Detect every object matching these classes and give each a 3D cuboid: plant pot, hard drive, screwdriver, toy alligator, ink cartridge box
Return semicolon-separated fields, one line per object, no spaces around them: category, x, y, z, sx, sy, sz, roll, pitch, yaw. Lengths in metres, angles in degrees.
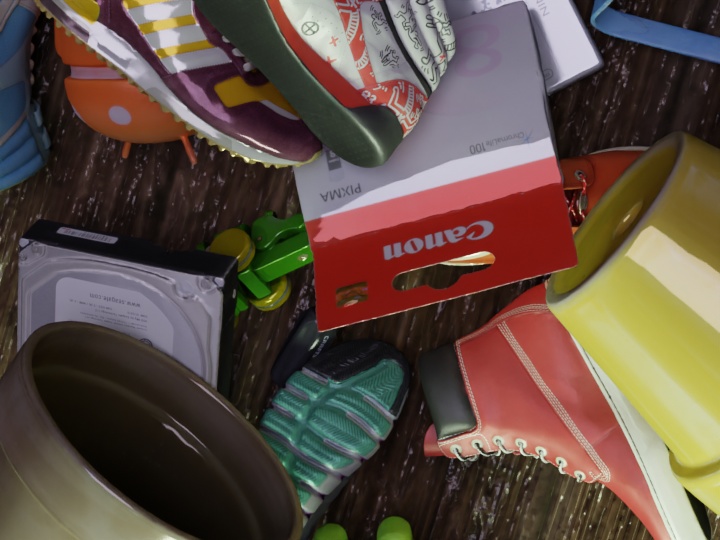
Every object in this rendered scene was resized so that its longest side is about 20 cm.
plant pot;0.220;0.025;1.117;0.189;0.201;0.201;38;99;-8
hard drive;-0.155;0.073;1.251;0.140;0.038;0.200;12;119;10
plant pot;-0.163;0.158;1.142;0.200;0.200;0.174;41;108;6
screwdriver;0.000;0.000;1.240;0.029;0.028;0.200;30;113;-18
toy alligator;-0.069;-0.012;1.262;0.200;0.059;0.054;-30;47;10
ink cartridge box;0.038;-0.067;1.154;0.162;0.200;0.057;-15;129;10

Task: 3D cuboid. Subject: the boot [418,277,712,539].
boot;0.124;0.119;1.226;0.144;0.072;0.200;-32;79;11

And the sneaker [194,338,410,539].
sneaker;-0.041;0.132;1.262;0.074;0.088;0.200;37;74;13

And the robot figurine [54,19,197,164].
robot figurine;-0.136;-0.168;1.226;0.144;0.117;0.200;-3;101;4

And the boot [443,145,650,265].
boot;0.121;-0.035;1.199;0.200;0.107;0.075;-8;90;9

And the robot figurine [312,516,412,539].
robot figurine;0.009;0.262;1.228;0.175;0.116;0.200;-7;92;-1

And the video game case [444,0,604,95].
video game case;0.029;-0.168;1.249;0.200;0.024;0.182;-27;88;11

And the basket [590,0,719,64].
basket;0.247;-0.149;1.142;0.200;0.176;0.139;13;81;-5

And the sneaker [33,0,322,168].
sneaker;-0.095;-0.142;1.131;0.200;0.075;0.090;35;108;-2

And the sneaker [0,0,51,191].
sneaker;-0.241;-0.139;1.278;0.079;0.131;0.200;7;58;26

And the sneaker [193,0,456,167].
sneaker;-0.024;-0.165;1.105;0.201;0.067;0.108;50;61;-26
